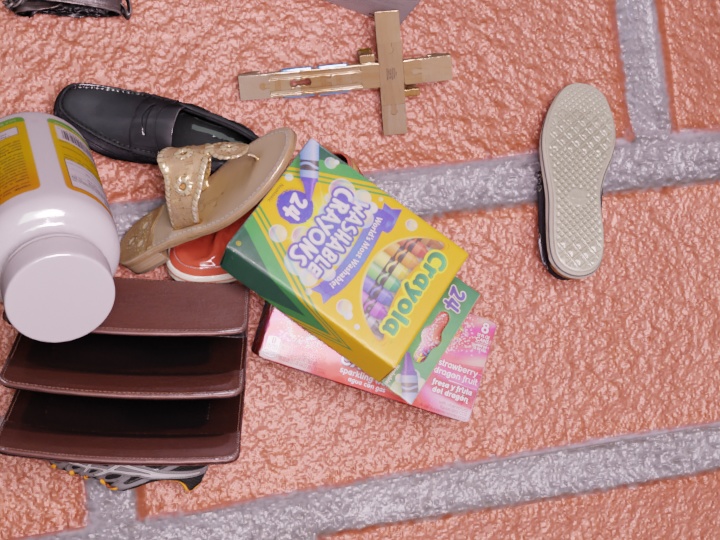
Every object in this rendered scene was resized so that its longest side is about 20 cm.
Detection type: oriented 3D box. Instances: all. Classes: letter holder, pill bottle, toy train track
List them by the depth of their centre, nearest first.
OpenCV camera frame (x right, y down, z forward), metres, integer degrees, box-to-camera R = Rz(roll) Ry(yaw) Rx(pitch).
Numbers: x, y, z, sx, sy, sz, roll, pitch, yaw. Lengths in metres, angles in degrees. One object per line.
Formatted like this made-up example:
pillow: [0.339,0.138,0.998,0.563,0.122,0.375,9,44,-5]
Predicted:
pill bottle: [-0.257,-0.035,0.885,0.110,0.200,0.112,-13,129,-16]
letter holder: [-0.195,0.082,0.910,0.198,0.142,0.101,3,117,-5]
toy train track: [-0.015,-0.183,1.024,0.198,0.033,0.116,-6,112,-3]

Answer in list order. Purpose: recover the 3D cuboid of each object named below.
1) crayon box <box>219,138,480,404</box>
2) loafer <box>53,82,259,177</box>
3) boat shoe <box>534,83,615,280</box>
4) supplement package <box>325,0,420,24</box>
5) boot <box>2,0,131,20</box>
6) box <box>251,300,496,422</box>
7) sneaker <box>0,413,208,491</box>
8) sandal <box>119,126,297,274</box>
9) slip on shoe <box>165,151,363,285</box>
crayon box: [0.000,0.000,0.914,0.199,0.052,0.126,36,65,-1]
loafer: [-0.173,-0.126,0.973,0.199,0.070,0.069,18,70,-9]
boat shoe: [0.201,-0.084,1.046,0.074,0.062,0.202,7,72,-5]
supplement package: [-0.014,-0.331,0.945,0.190,0.200,0.148,17,86,-9]
boot: [-0.293,-0.313,0.963,0.198,0.069,0.176,7,87,-11]
box: [0.010,0.061,0.988,0.198,0.100,0.096,18,86,-8]
sneaker: [-0.225,0.156,0.962,0.198,0.078,0.078,4,112,-1]
sandal: [-0.152,-0.069,0.923,0.211,0.078,0.069,-32,130,30]
slip on shoe: [-0.085,-0.050,0.982,0.199,0.061,0.074,-25,51,-10]
